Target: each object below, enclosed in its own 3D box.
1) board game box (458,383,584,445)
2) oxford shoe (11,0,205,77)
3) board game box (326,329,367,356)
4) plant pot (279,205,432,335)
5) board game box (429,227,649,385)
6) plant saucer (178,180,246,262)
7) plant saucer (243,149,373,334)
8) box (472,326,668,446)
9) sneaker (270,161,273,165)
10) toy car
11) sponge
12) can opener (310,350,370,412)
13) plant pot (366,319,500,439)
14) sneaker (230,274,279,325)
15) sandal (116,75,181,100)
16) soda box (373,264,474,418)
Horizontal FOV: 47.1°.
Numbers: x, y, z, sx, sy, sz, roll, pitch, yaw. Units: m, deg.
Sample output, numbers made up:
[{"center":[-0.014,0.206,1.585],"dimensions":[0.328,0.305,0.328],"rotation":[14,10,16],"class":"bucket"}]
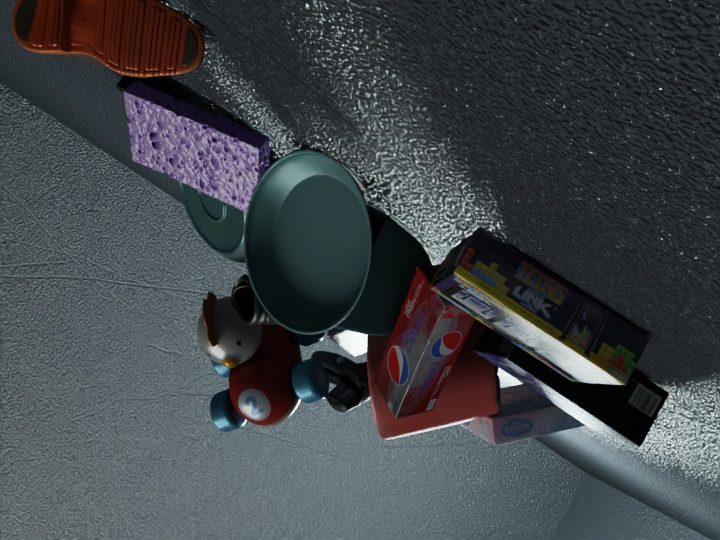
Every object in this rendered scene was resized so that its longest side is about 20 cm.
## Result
[{"center":[0.263,0.215,1.287],"dimensions":[0.196,0.044,0.199],"rotation":[-9,-179,-11],"class":"board game box"},{"center":[-0.222,-0.220,0.766],"dimensions":[0.196,0.073,0.073],"rotation":[16,-171,17],"class":"oxford shoe"},{"center":[-0.045,0.018,1.259],"dimensions":[0.203,0.056,0.165],"rotation":[65,-174,20],"class":"board game box"},{"center":[0.000,0.000,1.052],"dimensions":[0.140,0.143,0.199],"rotation":[27,180,35],"class":"plant pot"},{"center":[0.177,0.041,0.862],"dimensions":[0.198,0.057,0.165],"rotation":[33,172,0],"class":"board game box"},{"center":[-0.199,-0.103,1.147],"dimensions":[0.199,0.027,0.204],"rotation":[28,130,39],"class":"plant saucer"},{"center":[-0.053,-0.032,0.927],"dimensions":[0.198,0.204,0.036],"rotation":[27,-160,36],"class":"plant saucer"},{"center":[0.255,0.125,1.027],"dimensions":[0.198,0.080,0.141],"rotation":[33,176,-6],"class":"box"},{"center":[-0.141,-0.112,1.180],"dimensions":[0.090,0.079,0.198],"rotation":[-1,176,-36],"class":"sneaker"},{"center":[-0.173,0.114,1.186],"dimensions":[0.182,0.180,0.200],"rotation":[-22,144,22],"class":"toy car"},{"center":[-0.205,-0.152,1.042],"dimensions":[0.197,0.030,0.113],"rotation":[25,138,13],"class":"sponge"},{"center":[-0.033,0.153,1.247],"dimensions":[0.199,0.077,0.065],"rotation":[-155,50,-66],"class":"can opener"},{"center":[0.112,0.139,1.206],"dimensions":[0.173,0.205,0.200],"rotation":[-6,163,12],"class":"plant pot"},{"center":[-0.141,0.015,1.154],"dimensions":[0.097,0.072,0.200],"rotation":[5,-157,-29],"class":"sneaker"},{"center":[-0.287,-0.228,1.129],"dimensions":[0.076,0.043,0.199],"rotation":[36,172,-29],"class":"sandal"},{"center":[0.081,0.089,1.029],"dimensions":[0.062,0.202,0.070],"rotation":[-6,-137,-30],"class":"soda box"}]
